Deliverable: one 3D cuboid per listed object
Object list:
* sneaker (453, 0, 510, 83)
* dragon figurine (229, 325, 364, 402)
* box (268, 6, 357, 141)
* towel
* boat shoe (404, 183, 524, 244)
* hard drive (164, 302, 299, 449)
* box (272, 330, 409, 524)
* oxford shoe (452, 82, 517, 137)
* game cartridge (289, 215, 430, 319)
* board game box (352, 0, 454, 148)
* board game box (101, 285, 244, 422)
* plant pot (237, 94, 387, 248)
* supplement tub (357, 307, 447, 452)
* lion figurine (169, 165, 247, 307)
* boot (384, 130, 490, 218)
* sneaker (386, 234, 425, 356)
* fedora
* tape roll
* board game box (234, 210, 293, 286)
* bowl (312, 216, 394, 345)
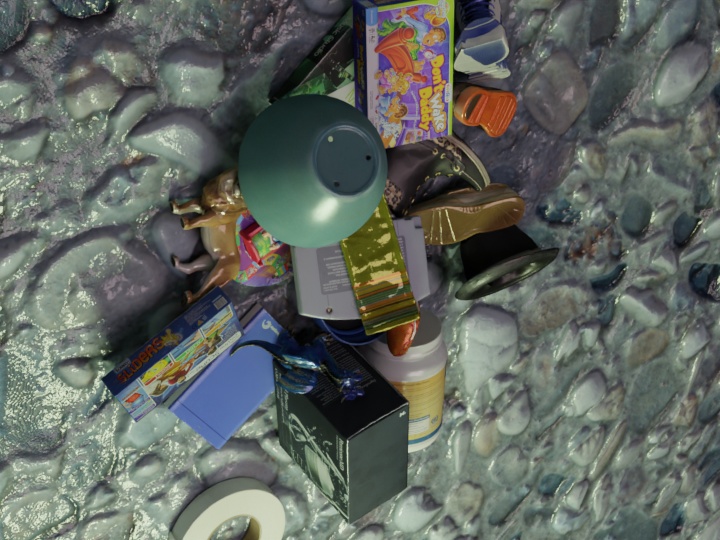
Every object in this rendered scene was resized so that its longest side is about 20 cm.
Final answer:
[{"bbox_3d":[0.164,-0.340,1.603,0.079,0.199,0.117,-12,85,9],"label":"sneaker"},{"bbox_3d":[-0.088,0.133,1.622,0.197,0.100,0.060,9,120,-8],"label":"dragon figurine"},{"bbox_3d":[-0.017,-0.258,1.572,0.201,0.036,0.144,-50,134,-4],"label":"box"},{"bbox_3d":[0.020,-0.016,1.600,0.085,0.018,0.203,-18,98,-17],"label":"towel"},{"bbox_3d":[0.155,-0.093,1.781,0.197,0.070,0.075,-8,126,-9],"label":"boat shoe"},{"bbox_3d":[-0.183,0.160,1.698,0.200,0.025,0.132,-47,134,-5],"label":"hard drive"},{"bbox_3d":[-0.029,0.233,1.722,0.123,0.196,0.202,-27,138,-27],"label":"box"},{"bbox_3d":[0.176,-0.252,1.709,0.199,0.072,0.072,8,111,-61],"label":"oxford shoe"},{"bbox_3d":[0.000,0.000,1.621,0.197,0.040,0.136,-8,91,-17],"label":"game cartridge"},{"bbox_3d":[0.059,-0.275,1.553,0.133,0.045,0.203,-15,122,-21],"label":"board game box"},{"bbox_3d":[-0.254,0.118,1.571,0.199,0.035,0.136,-39,161,-13],"label":"board game box"},{"bbox_3d":[-0.043,-0.134,1.455,0.197,0.134,0.204,1,88,-24],"label":"plant pot"},{"bbox_3d":[0.065,0.172,1.816,0.143,0.144,0.203,-17,126,-29],"label":"supplement tub"},{"bbox_3d":[-0.192,-0.046,1.543,0.121,0.072,0.202,-14,130,-29],"label":"lion figurine"},{"bbox_3d":[0.095,-0.143,1.701,0.151,0.073,0.200,-52,131,-2],"label":"boot"},{"bbox_3d":[0.048,0.026,1.691,0.076,0.073,0.204,1,89,-26],"label":"sneaker"},{"bbox_3d":[0.224,-0.026,1.837,0.198,0.093,0.201,-24,170,-5],"label":"fedora"},{"bbox_3d":[-0.214,0.427,1.826,0.201,0.037,0.205,-20,127,-28],"label":"tape roll"},{"bbox_3d":[-0.115,-0.061,1.608,0.156,0.039,0.203,7,111,-40],"label":"board game box"},{"bbox_3d":[-0.005,0.008,1.702,0.199,0.039,0.204,-10,105,-41],"label":"bowl"}]
